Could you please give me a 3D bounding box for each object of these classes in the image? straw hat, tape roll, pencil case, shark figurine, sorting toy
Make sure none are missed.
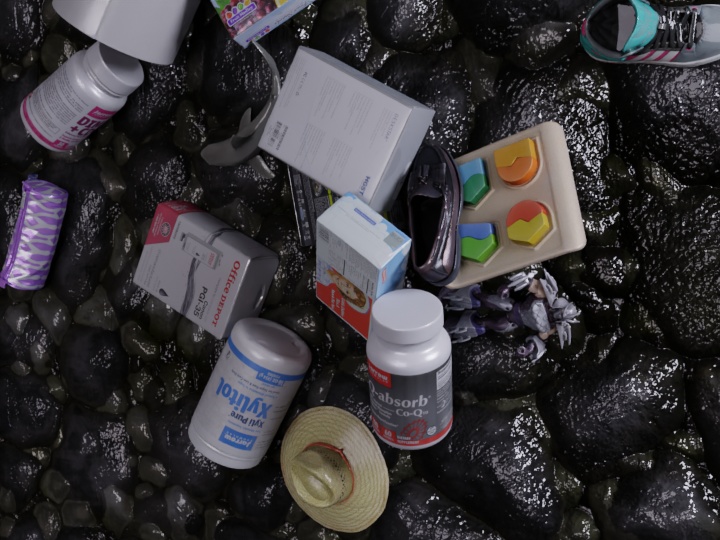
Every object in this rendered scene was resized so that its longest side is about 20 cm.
[{"bbox_3d":[-0.059,0.310,1.350,0.200,0.085,0.203,3,96,28],"label":"straw hat"},{"bbox_3d":[-0.354,-0.428,1.381,0.202,0.202,0.140,38,111,20],"label":"tape roll"},{"bbox_3d":[-0.584,-0.064,1.599,0.083,0.085,0.201,24,106,23],"label":"pencil case"},{"bbox_3d":[-0.167,-0.226,1.364,0.128,0.089,0.215,41,113,17],"label":"shark figurine"},{"bbox_3d":[0.184,-0.088,1.183,0.199,0.036,0.187,-18,66,27],"label":"sorting toy"}]

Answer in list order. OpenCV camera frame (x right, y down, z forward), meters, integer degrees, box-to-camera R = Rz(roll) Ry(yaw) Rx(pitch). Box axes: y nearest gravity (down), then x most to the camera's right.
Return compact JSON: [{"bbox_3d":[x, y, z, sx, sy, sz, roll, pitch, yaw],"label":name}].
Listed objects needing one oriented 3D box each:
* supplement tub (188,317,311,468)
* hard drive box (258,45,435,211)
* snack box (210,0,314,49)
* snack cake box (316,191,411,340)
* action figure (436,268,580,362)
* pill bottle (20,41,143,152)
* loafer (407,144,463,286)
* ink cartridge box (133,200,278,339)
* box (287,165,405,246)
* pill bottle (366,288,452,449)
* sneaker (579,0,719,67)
[{"bbox_3d":[-0.170,0.186,1.374,0.132,0.132,0.201,33,108,22],"label":"supplement tub"},{"bbox_3d":[-0.022,-0.195,1.243,0.199,0.077,0.157,33,108,22],"label":"hard drive box"},{"bbox_3d":[-0.131,-0.443,1.313,0.199,0.053,0.143,-32,78,7],"label":"snack box"},{"bbox_3d":[0.000,0.000,1.239,0.115,0.067,0.201,38,153,19],"label":"snack cake box"},{"bbox_3d":[0.200,0.059,1.196,0.199,0.069,0.131,-2,111,36],"label":"action figure"},{"bbox_3d":[-0.464,-0.295,1.499,0.199,0.113,0.114,-31,80,27],"label":"pill bottle"},{"bbox_3d":[0.095,-0.082,1.190,0.072,0.063,0.202,-16,67,36],"label":"loafer"},{"bbox_3d":[-0.247,-0.003,1.425,0.199,0.083,0.147,29,107,23],"label":"ink cartridge box"},{"bbox_3d":[-0.028,-0.146,1.319,0.159,0.044,0.202,-11,90,28],"label":"box"},{"bbox_3d":[0.066,0.133,1.212,0.115,0.116,0.201,13,127,26],"label":"pill bottle"},{"bbox_3d":[0.352,-0.288,1.060,0.199,0.121,0.084,2,95,28],"label":"sneaker"}]
